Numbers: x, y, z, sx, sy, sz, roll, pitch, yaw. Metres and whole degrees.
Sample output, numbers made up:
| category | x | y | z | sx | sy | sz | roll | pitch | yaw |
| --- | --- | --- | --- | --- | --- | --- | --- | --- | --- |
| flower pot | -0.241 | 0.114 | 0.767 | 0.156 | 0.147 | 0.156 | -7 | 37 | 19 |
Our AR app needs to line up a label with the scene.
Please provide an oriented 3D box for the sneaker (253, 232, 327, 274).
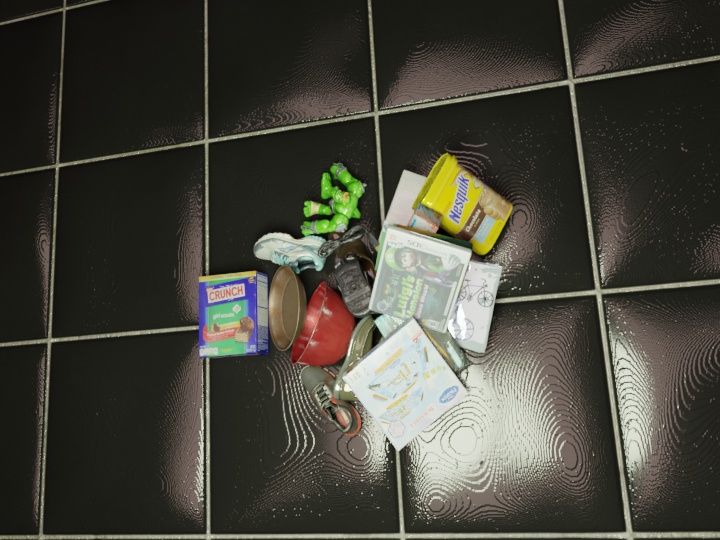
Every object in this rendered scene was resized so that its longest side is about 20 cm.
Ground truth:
| category | x | y | z | sx | sy | sz | roll | pitch | yaw |
| --- | --- | --- | --- | --- | --- | --- | --- | --- | --- |
| sneaker | -0.176 | -0.039 | 1.413 | 0.193 | 0.078 | 0.088 | 0 | 55 | 9 |

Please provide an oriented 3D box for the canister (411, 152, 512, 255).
| category | x | y | z | sx | sy | sz | roll | pitch | yaw |
| --- | --- | --- | --- | --- | --- | --- | --- | --- | --- |
| canister | 0.237 | -0.149 | 1.310 | 0.197 | 0.086 | 0.151 | 33 | 82 | -11 |

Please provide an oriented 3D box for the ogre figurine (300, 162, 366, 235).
| category | x | y | z | sx | sy | sz | roll | pitch | yaw |
| --- | --- | --- | --- | --- | --- | --- | --- | --- | --- |
| ogre figurine | -0.060 | -0.172 | 1.421 | 0.117 | 0.100 | 0.202 | 16 | 51 | 25 |

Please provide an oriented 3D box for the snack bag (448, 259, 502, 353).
| category | x | y | z | sx | sy | sz | roll | pitch | yaw |
| --- | --- | --- | --- | --- | --- | --- | --- | --- | --- |
| snack bag | 0.210 | 0.065 | 1.281 | 0.183 | 0.021 | 0.206 | 13 | 91 | 9 |

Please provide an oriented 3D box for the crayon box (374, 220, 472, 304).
| category | x | y | z | sx | sy | sz | roll | pitch | yaw |
| --- | --- | --- | --- | --- | --- | --- | --- | --- | --- |
| crayon box | 0.129 | -0.017 | 1.215 | 0.194 | 0.052 | 0.129 | 15 | 122 | 7 |

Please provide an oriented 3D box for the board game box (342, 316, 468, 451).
| category | x | y | z | sx | sy | sz | roll | pitch | yaw |
| --- | --- | --- | --- | --- | --- | --- | --- | --- | --- |
| board game box | 0.095 | 0.241 | 1.217 | 0.198 | 0.041 | 0.201 | -38 | 94 | 2 |

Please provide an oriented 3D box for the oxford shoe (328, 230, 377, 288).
| category | x | y | z | sx | sy | sz | roll | pitch | yaw |
| --- | --- | --- | --- | --- | --- | --- | --- | --- | --- |
| oxford shoe | -0.012 | -0.036 | 1.390 | 0.073 | 0.084 | 0.200 | -44 | 73 | 4 |

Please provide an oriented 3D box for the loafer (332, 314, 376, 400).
| category | x | y | z | sx | sy | sz | roll | pitch | yaw |
| --- | --- | --- | --- | --- | --- | --- | --- | --- | --- |
| loafer | 0.002 | 0.202 | 1.286 | 0.068 | 0.075 | 0.205 | 18 | 76 | 12 |

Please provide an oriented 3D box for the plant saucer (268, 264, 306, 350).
| category | x | y | z | sx | sy | sz | roll | pitch | yaw |
| --- | --- | --- | --- | --- | --- | --- | --- | --- | --- |
| plant saucer | -0.174 | 0.090 | 1.380 | 0.036 | 0.199 | 0.207 | 3 | 78 | -29 |

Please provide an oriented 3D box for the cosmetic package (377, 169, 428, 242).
| category | x | y | z | sx | sy | sz | roll | pitch | yaw |
| --- | --- | --- | --- | --- | --- | --- | --- | --- | --- |
| cosmetic package | 0.119 | -0.125 | 1.380 | 0.099 | 0.071 | 0.205 | 20 | 85 | 13 |

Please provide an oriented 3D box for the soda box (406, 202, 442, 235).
| category | x | y | z | sx | sy | sz | roll | pitch | yaw |
| --- | --- | --- | --- | --- | --- | --- | --- | --- | --- |
| soda box | 0.110 | -0.046 | 1.277 | 0.062 | 0.069 | 0.203 | 29 | 123 | 1 |

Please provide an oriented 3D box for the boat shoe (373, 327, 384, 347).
| category | x | y | z | sx | sy | sz | roll | pitch | yaw |
| --- | --- | --- | --- | --- | --- | --- | --- | --- | --- |
| boat shoe | 0.049 | 0.205 | 1.348 | 0.073 | 0.076 | 0.204 | 28 | 88 | -16 |

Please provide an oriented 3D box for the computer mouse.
| category | x | y | z | sx | sy | sz | roll | pitch | yaw |
| --- | --- | --- | --- | --- | --- | --- | --- | --- | --- |
| computer mouse | 0.000 | 0.000 | 1.322 | 0.138 | 0.046 | 0.203 | -31 | 75 | 3 |

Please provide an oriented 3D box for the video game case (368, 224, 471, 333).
| category | x | y | z | sx | sy | sz | roll | pitch | yaw |
| --- | --- | --- | --- | --- | --- | --- | --- | --- | --- |
| video game case | 0.121 | 0.022 | 1.194 | 0.177 | 0.023 | 0.205 | 17 | 121 | 6 |

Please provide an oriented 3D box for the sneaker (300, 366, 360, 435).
| category | x | y | z | sx | sy | sz | roll | pitch | yaw |
| --- | --- | --- | --- | --- | --- | --- | --- | --- | --- |
| sneaker | -0.074 | 0.302 | 1.347 | 0.077 | 0.082 | 0.200 | -46 | 74 | 2 |

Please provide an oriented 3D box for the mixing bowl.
| category | x | y | z | sx | sy | sz | roll | pitch | yaw |
| --- | --- | --- | --- | --- | --- | --- | --- | --- | --- |
| mixing bowl | -0.078 | 0.142 | 1.338 | 0.106 | 0.200 | 0.205 | 24 | 86 | -14 |

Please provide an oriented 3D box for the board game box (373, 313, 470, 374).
| category | x | y | z | sx | sy | sz | roll | pitch | yaw |
| --- | --- | --- | --- | --- | --- | --- | --- | --- | --- |
| board game box | 0.135 | 0.159 | 1.262 | 0.133 | 0.028 | 0.203 | -33 | 85 | 2 |

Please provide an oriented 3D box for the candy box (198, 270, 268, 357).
| category | x | y | z | sx | sy | sz | roll | pitch | yaw |
| --- | --- | --- | --- | --- | --- | --- | --- | --- | --- |
| candy box | -0.320 | 0.112 | 1.439 | 0.164 | 0.077 | 0.207 | -6 | 78 | 15 |
